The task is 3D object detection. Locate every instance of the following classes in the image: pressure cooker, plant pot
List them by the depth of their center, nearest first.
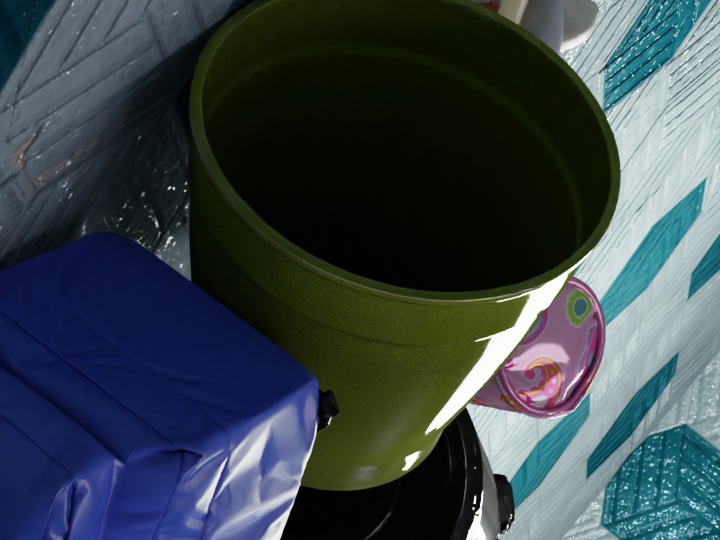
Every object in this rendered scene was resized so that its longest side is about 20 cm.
[{"bbox_3d":[0.000,0.000,1.283,0.200,0.200,0.193,-39,158,-40],"label":"plant pot"},{"bbox_3d":[-0.008,0.131,1.486,0.178,0.176,0.200,-22,164,1],"label":"pressure cooker"}]

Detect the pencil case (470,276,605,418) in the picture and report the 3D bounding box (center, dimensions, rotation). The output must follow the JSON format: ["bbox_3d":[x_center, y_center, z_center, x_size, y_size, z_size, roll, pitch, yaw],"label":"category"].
[{"bbox_3d":[0.052,0.029,1.555,0.087,0.200,0.088,-8,104,-34],"label":"pencil case"}]

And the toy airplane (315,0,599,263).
[{"bbox_3d":[0.069,-0.080,1.443,0.199,0.141,0.200,-57,165,18],"label":"toy airplane"}]

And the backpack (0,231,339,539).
[{"bbox_3d":[-0.134,0.110,1.228,0.168,0.162,0.200,-22,140,-40],"label":"backpack"}]
